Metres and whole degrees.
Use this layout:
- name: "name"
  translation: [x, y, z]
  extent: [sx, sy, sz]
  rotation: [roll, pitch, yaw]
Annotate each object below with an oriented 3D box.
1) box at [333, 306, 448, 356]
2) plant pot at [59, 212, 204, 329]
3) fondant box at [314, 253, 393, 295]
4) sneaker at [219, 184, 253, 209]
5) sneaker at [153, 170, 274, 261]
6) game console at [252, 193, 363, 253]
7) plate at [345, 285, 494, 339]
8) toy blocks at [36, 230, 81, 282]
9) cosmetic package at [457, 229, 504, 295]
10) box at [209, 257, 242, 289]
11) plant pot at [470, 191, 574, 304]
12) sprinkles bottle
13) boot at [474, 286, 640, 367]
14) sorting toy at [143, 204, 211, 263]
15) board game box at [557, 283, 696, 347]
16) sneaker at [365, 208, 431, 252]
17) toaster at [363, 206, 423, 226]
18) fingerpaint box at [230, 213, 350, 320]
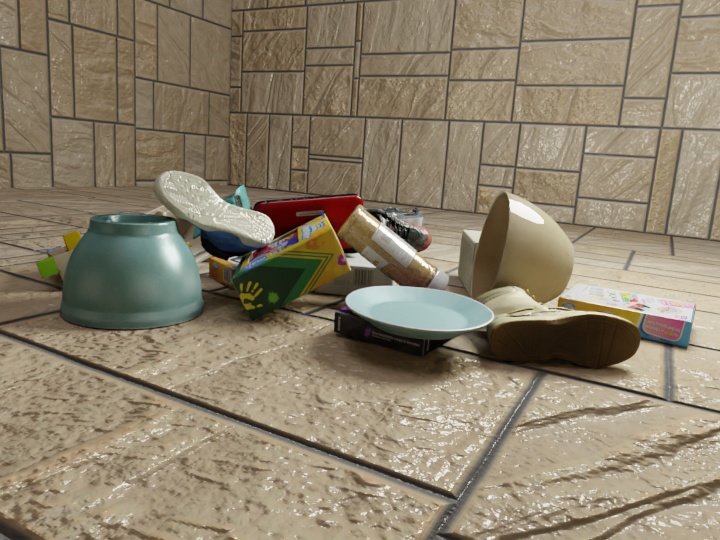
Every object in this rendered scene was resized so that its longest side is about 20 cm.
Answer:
- name: "box"
  translation: [0.071, 0.070, 0.831]
  extent: [0.140, 0.037, 0.199]
  rotation: [11, 12, 30]
- name: "plant pot"
  translation: [-0.327, -0.010, 0.823]
  extent: [0.195, 0.138, 0.200]
  rotation: [4, 10, -1]
- name: "fondant box"
  translation: [0.000, 0.000, 1.094]
  extent: [0.141, 0.060, 0.200]
  rotation: [5, 10, 6]
- name: "sneaker"
  translation: [-0.240, -0.122, 1.223]
  extent: [0.195, 0.124, 0.084]
  rotation: [0, 13, -14]
- name: "sneaker"
  translation: [-0.244, -0.078, 0.897]
  extent: [0.197, 0.078, 0.110]
  rotation: [23, -31, -34]
- name: "game console"
  translation: [-0.101, -0.084, 1.073]
  extent: [0.195, 0.175, 0.120]
  rotation: [-6, 36, -10]
- name: "plate"
  translation: [0.076, 0.057, 0.749]
  extent: [0.195, 0.026, 0.200]
  rotation: [5, 12, -1]
- name: "toy blocks"
  translation: [-0.453, -0.035, 0.986]
  extent: [0.198, 0.102, 0.136]
  rotation: [-26, 20, -29]
- name: "cosmetic package"
  translation: [0.248, -0.019, 1.162]
  extent: [0.071, 0.106, 0.200]
  rotation: [5, 12, 2]
- name: "box"
  translation: [-0.177, -0.003, 1.090]
  extent: [0.197, 0.043, 0.118]
  rotation: [-7, 15, -35]
- name: "plant pot"
  translation: [0.279, -0.017, 0.959]
  extent: [0.131, 0.205, 0.200]
  rotation: [13, 11, 0]
- name: "sprinkles bottle"
  translation: [0.055, -0.023, 0.953]
  extent: [0.199, 0.069, 0.068]
  rotation: [39, 10, -5]
- name: "boot"
  translation: [0.263, 0.072, 0.789]
  extent: [0.195, 0.075, 0.156]
  rotation: [-1, 14, 0]
- name: "sorting toy"
  translation: [-0.353, -0.057, 1.108]
  extent: [0.198, 0.109, 0.179]
  rotation: [-32, 41, -30]
- name: "board game box"
  translation: [0.446, 0.070, 0.954]
  extent: [0.197, 0.041, 0.152]
  rotation: [11, 13, 32]
- name: "sneaker"
  translation: [0.058, -0.080, 1.169]
  extent: [0.196, 0.073, 0.098]
  rotation: [12, -6, -8]
- name: "toaster"
  translation: [0.073, -0.077, 1.319]
  extent: [0.112, 0.132, 0.199]
  rotation: [11, 13, 30]
- name: "fingerpaint box"
  translation: [-0.110, -0.015, 0.906]
  extent: [0.164, 0.074, 0.200]
  rotation: [-26, 14, 0]
